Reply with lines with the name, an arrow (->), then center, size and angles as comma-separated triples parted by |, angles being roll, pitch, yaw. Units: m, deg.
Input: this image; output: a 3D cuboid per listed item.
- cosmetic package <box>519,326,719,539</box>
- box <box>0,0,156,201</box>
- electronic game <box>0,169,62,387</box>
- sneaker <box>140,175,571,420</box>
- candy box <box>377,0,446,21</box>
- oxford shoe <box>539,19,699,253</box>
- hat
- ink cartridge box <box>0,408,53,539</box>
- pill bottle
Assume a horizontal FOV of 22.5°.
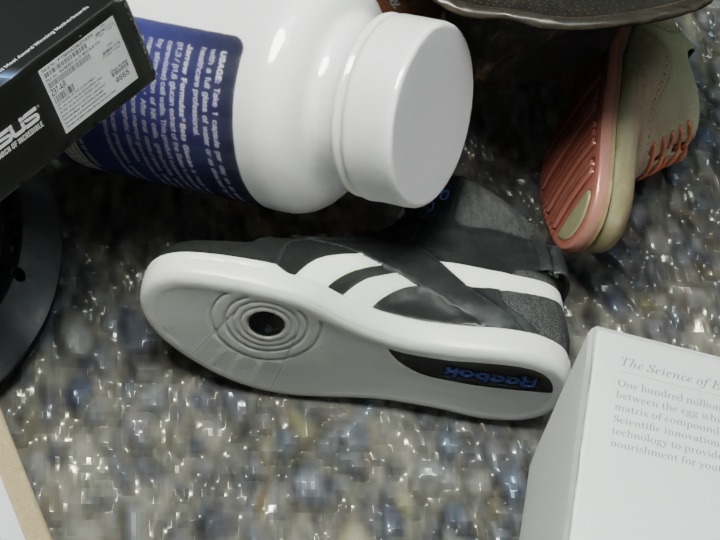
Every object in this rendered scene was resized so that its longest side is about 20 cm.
cosmetic package -> 0.162, 0.154, 0.723 | 0.199, 0.123, 0.200 | 14, 53, 0
box -> -0.207, -0.057, 0.735 | 0.160, 0.044, 0.200 | 22, 54, 41
electronic game -> -0.235, -0.011, 0.818 | 0.199, 0.042, 0.201 | 5, 62, -9
sneaker -> 0.000, 0.000, 0.846 | 0.199, 0.073, 0.112 | 14, 48, -11
candy box -> 0.005, -0.195, 0.930 | 0.116, 0.056, 0.201 | -22, 87, -40
oxford shoe -> 0.140, -0.076, 0.916 | 0.074, 0.071, 0.200 | 26, 45, -9
hat -> 0.077, -0.139, 0.866 | 0.200, 0.081, 0.201 | 10, 38, -8
ink cartridge box -> -0.188, 0.138, 0.656 | 0.164, 0.075, 0.201 | -21, 83, -25
pill bottle -> -0.055, -0.087, 0.822 | 0.199, 0.111, 0.111 | 14, 49, 26
